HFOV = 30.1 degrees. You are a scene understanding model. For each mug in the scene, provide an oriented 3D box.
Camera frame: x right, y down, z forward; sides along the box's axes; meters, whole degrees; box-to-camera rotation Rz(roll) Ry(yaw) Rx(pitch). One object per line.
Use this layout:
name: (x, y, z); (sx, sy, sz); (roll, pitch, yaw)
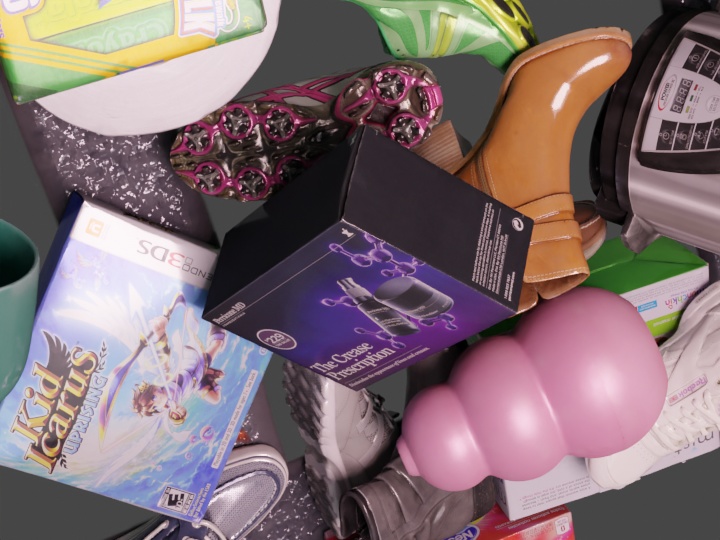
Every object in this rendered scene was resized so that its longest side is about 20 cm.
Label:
mug: (-0.305, 0.028, 0.903); (0.151, 0.184, 0.116); (-9, 120, -41)

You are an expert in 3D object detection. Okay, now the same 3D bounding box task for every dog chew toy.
dog chew toy: (0.119, 0.095, 0.973); (0.198, 0.125, 0.125); (-26, 118, -1)

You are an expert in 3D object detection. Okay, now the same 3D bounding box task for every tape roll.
tape roll: (-0.154, -0.194, 0.893); (0.198, 0.066, 0.203); (-7, 114, -15)

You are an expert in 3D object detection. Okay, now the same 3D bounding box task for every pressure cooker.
pressure cooker: (0.270, -0.100, 1.004); (0.175, 0.199, 0.180); (-36, 135, -37)

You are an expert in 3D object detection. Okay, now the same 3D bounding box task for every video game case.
video game case: (-0.164, 0.068, 0.993); (0.180, 0.045, 0.202); (22, 93, -24)

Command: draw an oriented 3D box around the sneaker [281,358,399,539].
sneaker: (-0.009, 0.117, 1.080); (0.081, 0.075, 0.202); (-22, 127, -21)

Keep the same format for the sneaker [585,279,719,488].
sneaker: (0.250, 0.094, 1.024); (0.075, 0.100, 0.200); (38, 97, -30)

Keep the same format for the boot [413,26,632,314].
boot: (0.130, -0.066, 0.953); (0.199, 0.157, 0.077); (-30, 149, 18)

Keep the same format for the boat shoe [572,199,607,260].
boat shoe: (0.101, -0.026, 1.046); (0.198, 0.076, 0.073); (-16, 114, -13)

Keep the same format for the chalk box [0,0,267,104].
chalk box: (-0.130, -0.198, 0.792); (0.198, 0.124, 0.126); (-19, 117, -10)

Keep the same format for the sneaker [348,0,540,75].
sneaker: (0.054, -0.189, 0.972); (0.199, 0.075, 0.083); (27, 129, -30)

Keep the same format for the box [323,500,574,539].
box: (0.080, 0.252, 1.143); (0.198, 0.096, 0.101); (-18, 118, -10)

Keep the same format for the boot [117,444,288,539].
boot: (-0.133, 0.226, 1.063); (0.199, 0.090, 0.073); (-38, 118, 0)

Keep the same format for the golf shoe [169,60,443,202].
golf shoe: (-0.037, -0.099, 0.961); (0.197, 0.092, 0.074); (-13, 104, 4)

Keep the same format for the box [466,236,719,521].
box: (0.186, 0.085, 1.107); (0.198, 0.097, 0.178); (-18, 117, -11)

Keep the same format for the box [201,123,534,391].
box: (0.000, 0.000, 0.915); (0.140, 0.200, 0.080); (29, 58, -21)

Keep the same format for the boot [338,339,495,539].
boot: (0.038, 0.145, 1.039); (0.131, 0.069, 0.202); (-29, 118, -32)
